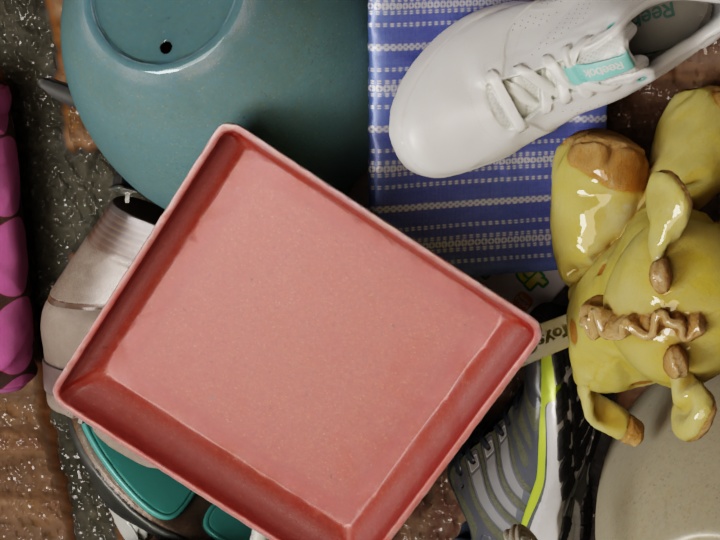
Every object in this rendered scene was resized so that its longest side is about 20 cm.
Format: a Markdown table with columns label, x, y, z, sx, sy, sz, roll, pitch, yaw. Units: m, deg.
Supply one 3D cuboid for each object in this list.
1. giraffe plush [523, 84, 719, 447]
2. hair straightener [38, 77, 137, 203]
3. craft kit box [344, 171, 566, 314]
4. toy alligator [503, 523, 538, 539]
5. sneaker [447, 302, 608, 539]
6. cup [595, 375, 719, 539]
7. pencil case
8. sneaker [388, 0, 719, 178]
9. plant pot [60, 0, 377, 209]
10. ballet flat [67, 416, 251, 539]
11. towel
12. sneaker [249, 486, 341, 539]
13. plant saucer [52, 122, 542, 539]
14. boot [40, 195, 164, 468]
| label | x | y | z | sx | sy | sz | roll | pitch | yaw |
| --- | --- | --- | --- | --- | --- | --- | --- | --- | --- |
| giraffe plush | 0.166 | 0.004 | 1.221 | 0.200 | 0.162 | 0.173 | -38 | 97 | -6 |
| hair straightener | -0.109 | -0.069 | 1.373 | 0.199 | 0.041 | 0.077 | 30 | 90 | 24 |
| craft kit box | 0.000 | 0.000 | 1.392 | 0.200 | 0.049 | 0.198 | 39 | 115 | 4 |
| toy alligator | 0.159 | 0.194 | 1.228 | 0.200 | 0.059 | 0.054 | 48 | 118 | 0 |
| sneaker | 0.090 | 0.105 | 1.368 | 0.081 | 0.074 | 0.201 | 18 | 123 | 21 |
| cup | 0.213 | 0.162 | 1.311 | 0.199 | 0.143 | 0.202 | 7 | 112 | 19 |
| pencil case | -0.252 | -0.021 | 1.457 | 0.093 | 0.091 | 0.201 | -8 | 106 | -13 |
| sneaker | 0.109 | -0.108 | 1.233 | 0.199 | 0.088 | 0.076 | -29 | 110 | -8 |
| plant pot | -0.081 | -0.134 | 1.279 | 0.199 | 0.135 | 0.202 | -3 | 79 | 17 |
| ballet flat | -0.109 | 0.158 | 1.479 | 0.200 | 0.068 | 0.069 | 37 | 130 | 5 |
| towel | 0.072 | -0.095 | 1.279 | 0.144 | 0.024 | 0.201 | -4 | 101 | -22 |
| sneaker | -0.002 | 0.113 | 1.354 | 0.075 | 0.100 | 0.201 | 33 | 115 | 9 |
| plant saucer | -0.034 | 0.043 | 1.269 | 0.199 | 0.037 | 0.200 | 32 | 116 | -5 |
| boot | -0.096 | 0.051 | 1.386 | 0.199 | 0.070 | 0.147 | 27 | 116 | 20 |
